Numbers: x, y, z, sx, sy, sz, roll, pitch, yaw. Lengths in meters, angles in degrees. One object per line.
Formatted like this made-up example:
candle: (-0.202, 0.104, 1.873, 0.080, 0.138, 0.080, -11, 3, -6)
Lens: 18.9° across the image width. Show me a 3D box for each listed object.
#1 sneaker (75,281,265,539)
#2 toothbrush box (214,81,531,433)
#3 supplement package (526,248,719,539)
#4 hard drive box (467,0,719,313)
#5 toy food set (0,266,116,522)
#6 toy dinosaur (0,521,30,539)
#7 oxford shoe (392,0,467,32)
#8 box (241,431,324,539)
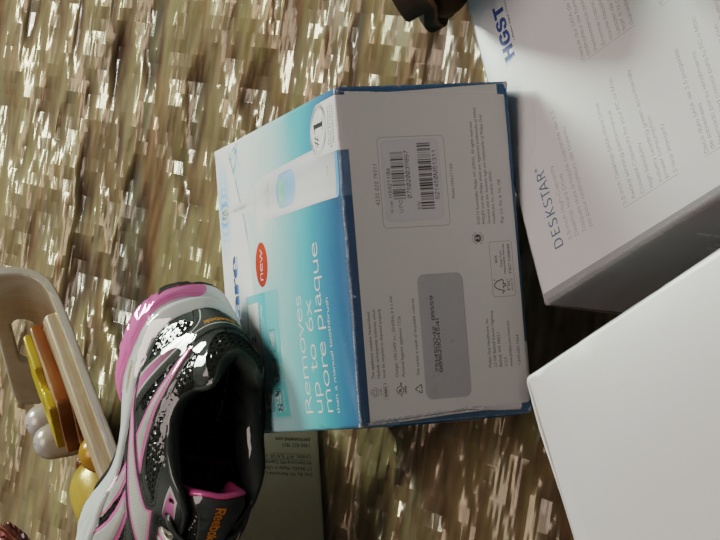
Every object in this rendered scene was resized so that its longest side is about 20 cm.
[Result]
sneaker: (-0.086, 0.112, 1.027, 0.086, 0.080, 0.202, -147, 57, -61)
toothbrush box: (0.000, 0.000, 1.009, 0.200, 0.084, 0.148, 168, 99, -72)
supplement package: (0.180, 0.053, 0.813, 0.200, 0.121, 0.121, -38, 58, 40)
hard drive box: (0.149, -0.093, 0.905, 0.200, 0.076, 0.157, -33, 60, 42)
toy food set: (-0.170, 0.113, 1.219, 0.144, 0.060, 0.201, 89, 159, -55)
toy dinosaur: (-0.182, 0.255, 1.230, 0.181, 0.104, 0.202, 143, 136, -73)
oxford shoe: (0.042, -0.156, 1.003, 0.071, 0.200, 0.072, -31, 98, 7)
box: (-0.065, 0.179, 1.133, 0.082, 0.068, 0.202, -19, 71, 46)
